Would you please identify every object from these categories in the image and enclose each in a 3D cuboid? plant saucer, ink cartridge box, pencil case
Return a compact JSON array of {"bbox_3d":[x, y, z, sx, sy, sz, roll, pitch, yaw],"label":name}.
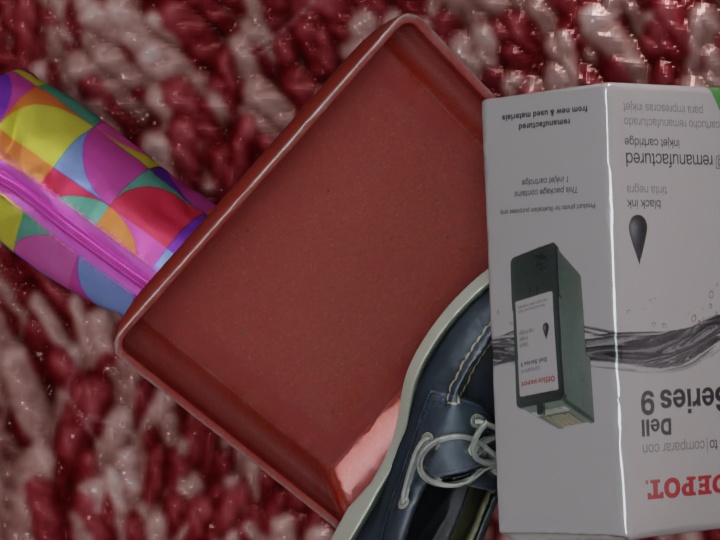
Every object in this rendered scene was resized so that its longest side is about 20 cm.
[{"bbox_3d":[0.000,0.000,1.323,0.200,0.200,0.037,-48,45,0],"label":"plant saucer"},{"bbox_3d":[0.136,0.020,1.302,0.084,0.145,0.201,-4,88,47],"label":"ink cartridge box"},{"bbox_3d":[-0.116,-0.016,1.381,0.200,0.088,0.089,33,94,8],"label":"pencil case"}]

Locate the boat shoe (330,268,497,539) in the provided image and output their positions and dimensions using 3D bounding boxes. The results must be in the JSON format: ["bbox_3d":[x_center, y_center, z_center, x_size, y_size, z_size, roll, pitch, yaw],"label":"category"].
[{"bbox_3d":[0.044,0.092,1.343,0.062,0.075,0.201,38,102,44],"label":"boat shoe"}]
